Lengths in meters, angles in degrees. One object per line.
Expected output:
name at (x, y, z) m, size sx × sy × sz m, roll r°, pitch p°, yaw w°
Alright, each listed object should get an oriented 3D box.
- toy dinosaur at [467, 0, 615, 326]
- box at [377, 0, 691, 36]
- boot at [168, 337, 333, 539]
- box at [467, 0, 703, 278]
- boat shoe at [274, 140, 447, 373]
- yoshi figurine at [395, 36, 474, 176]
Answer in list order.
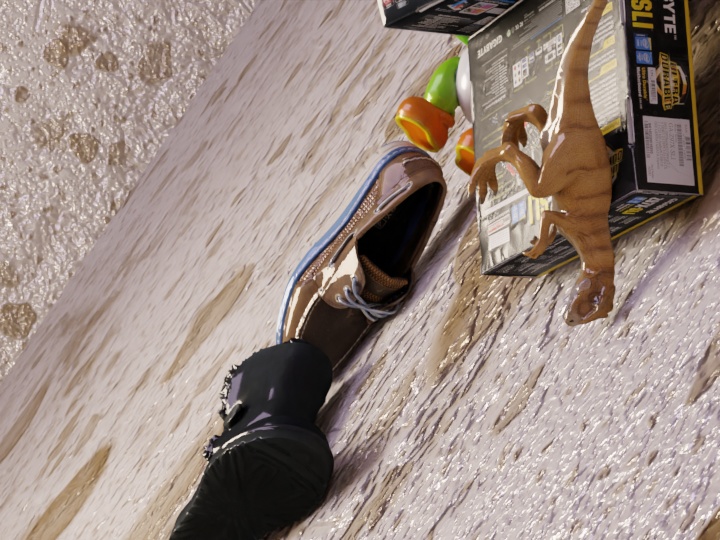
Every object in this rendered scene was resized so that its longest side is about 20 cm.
toy dinosaur at (0.118, -0.072, 1.385) m, size 0.106 × 0.200 × 0.060 m, roll 7°, pitch 20°, yaw 39°
box at (0.131, -0.191, 1.541) m, size 0.159 × 0.200 × 0.046 m, roll -21°, pitch 75°, yaw 44°
boot at (-0.062, 0.110, 1.747) m, size 0.200 × 0.076 × 0.168 m, roll -50°, pitch 15°, yaw 49°
box at (0.131, -0.096, 1.475) m, size 0.200 × 0.049 × 0.160 m, roll 148°, pitch 121°, yaw -62°
boat shoe at (0.000, 0.000, 1.827) m, size 0.200 × 0.072 × 0.072 m, roll -64°, pitch 29°, yaw 9°
yoshi figurine at (0.114, -0.175, 1.826) m, size 0.200 × 0.112 × 0.112 m, roll -55°, pitch 25°, yaw -14°
